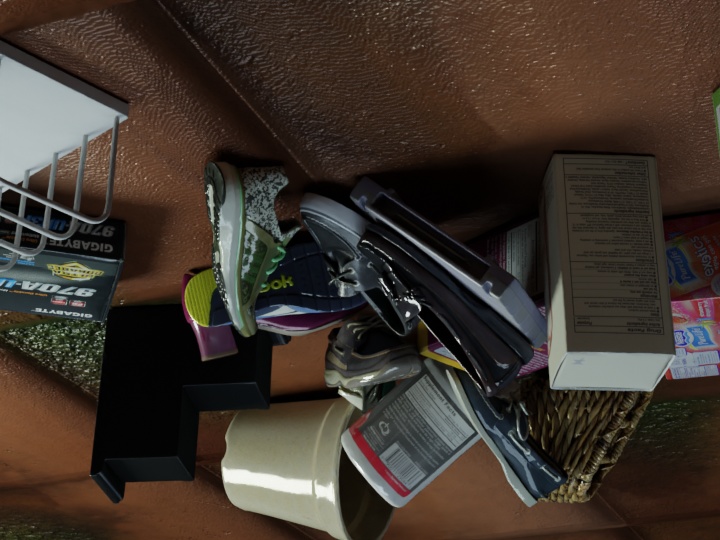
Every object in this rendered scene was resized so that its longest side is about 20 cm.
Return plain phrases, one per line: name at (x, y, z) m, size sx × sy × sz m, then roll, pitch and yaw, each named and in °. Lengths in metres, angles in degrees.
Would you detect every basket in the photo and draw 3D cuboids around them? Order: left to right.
basket at (0.275, 0.202, 1.828) m, size 0.147 × 0.144 × 0.200 m, roll -4°, pitch 170°, yaw 13°

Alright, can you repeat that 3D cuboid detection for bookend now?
bookend at (-0.185, 0.146, 1.716) m, size 0.198 × 0.201 × 0.092 m, roll -4°, pitch 152°, yaw 8°

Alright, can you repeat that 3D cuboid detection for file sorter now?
file sorter at (-0.322, -0.083, 1.345) m, size 0.199 × 0.126 × 0.138 m, roll -22°, pitch 145°, yaw 40°

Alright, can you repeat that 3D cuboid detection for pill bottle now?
pill bottle at (0.083, 0.168, 1.772) m, size 0.200 × 0.111 × 0.111 m, roll -41°, pitch 144°, yaw 4°

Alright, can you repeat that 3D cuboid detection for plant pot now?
plant pot at (-0.068, 0.242, 1.946) m, size 0.182 × 0.202 × 0.201 m, roll 2°, pitch 156°, yaw 25°

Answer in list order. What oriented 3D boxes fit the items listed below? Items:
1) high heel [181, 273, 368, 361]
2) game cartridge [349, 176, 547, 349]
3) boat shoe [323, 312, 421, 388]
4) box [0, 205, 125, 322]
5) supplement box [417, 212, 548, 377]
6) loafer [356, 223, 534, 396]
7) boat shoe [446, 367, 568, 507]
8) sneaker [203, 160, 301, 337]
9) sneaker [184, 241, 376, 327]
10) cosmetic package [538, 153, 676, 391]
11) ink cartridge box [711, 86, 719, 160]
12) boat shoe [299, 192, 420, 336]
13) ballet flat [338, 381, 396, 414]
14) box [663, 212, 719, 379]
high heel at (-0.091, 0.028, 1.664) m, size 0.198 × 0.097 × 0.067 m, roll -14°, pitch 176°, yaw -20°
game cartridge at (0.087, -0.008, 1.456) m, size 0.199 × 0.039 × 0.130 m, roll 36°, pitch 178°, yaw 33°
boat shoe at (0.003, 0.084, 1.643) m, size 0.074 × 0.074 × 0.200 m, roll -11°, pitch 179°, yaw -24°
box at (-0.349, -0.009, 1.584) m, size 0.198 × 0.046 × 0.159 m, roll 8°, pitch 153°, yaw -14°
supplement box at (0.168, 0.029, 1.575) m, size 0.130 × 0.104 × 0.199 m, roll 23°, pitch 147°, yaw -36°
loafer at (0.069, 0.037, 1.441) m, size 0.199 × 0.063 × 0.072 m, roll 39°, pitch 173°, yaw 7°
boat shoe at (0.162, 0.173, 1.687) m, size 0.062 × 0.075 × 0.201 m, roll -32°, pitch 110°, yaw 7°
sneaker at (-0.096, -0.019, 1.476) m, size 0.088 × 0.077 × 0.201 m, roll -10°, pitch 131°, yaw -12°
sneaker at (-0.081, 0.013, 1.591) m, size 0.198 × 0.075 × 0.082 m, roll -6°, pitch 179°, yaw -4°
cosmetic package at (0.221, 0.001, 1.407) m, size 0.102 × 0.202 × 0.087 m, roll 3°, pitch 153°, yaw -3°
ink cartridge box at (0.415, -0.132, 1.275) m, size 0.198 × 0.076 × 0.148 m, roll 8°, pitch 152°, yaw -17°
boat shoe at (0.000, 0.000, 1.524) m, size 0.070 × 0.067 × 0.200 m, roll 14°, pitch 159°, yaw 44°
ballet flat at (0.008, 0.119, 1.817) m, size 0.068 × 0.068 × 0.201 m, roll 8°, pitch 144°, yaw 8°
box at (0.347, 0.030, 1.577) m, size 0.099 × 0.096 × 0.200 m, roll -7°, pitch 152°, yaw 15°
